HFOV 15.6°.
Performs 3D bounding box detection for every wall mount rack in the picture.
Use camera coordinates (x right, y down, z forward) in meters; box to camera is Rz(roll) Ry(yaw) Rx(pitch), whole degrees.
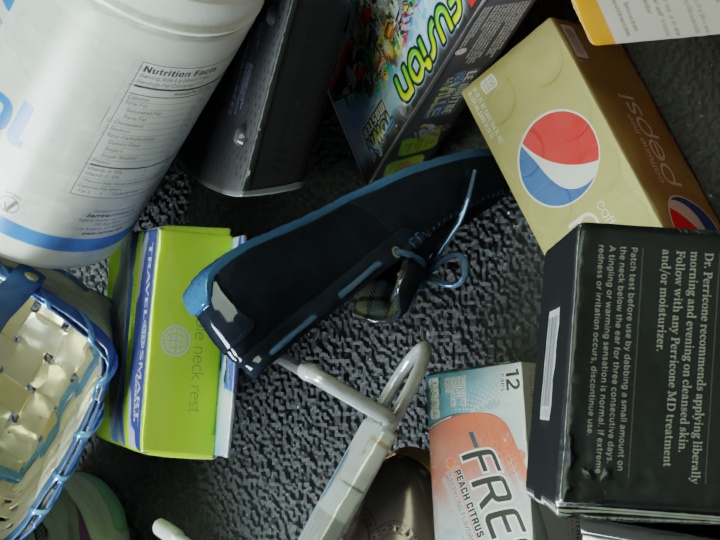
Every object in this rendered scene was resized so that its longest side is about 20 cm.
[{"bbox_3d":[-0.044,0.108,1.381,0.074,0.174,0.200,30,86,-8],"label":"wall mount rack"}]

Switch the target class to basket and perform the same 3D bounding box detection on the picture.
[{"bbox_3d":[-0.214,0.075,1.400,0.139,0.200,0.177,29,105,-6],"label":"basket"}]

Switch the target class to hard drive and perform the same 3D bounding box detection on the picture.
[{"bbox_3d":[-0.057,-0.110,1.429,0.200,0.042,0.135,-146,70,-71],"label":"hard drive"}]

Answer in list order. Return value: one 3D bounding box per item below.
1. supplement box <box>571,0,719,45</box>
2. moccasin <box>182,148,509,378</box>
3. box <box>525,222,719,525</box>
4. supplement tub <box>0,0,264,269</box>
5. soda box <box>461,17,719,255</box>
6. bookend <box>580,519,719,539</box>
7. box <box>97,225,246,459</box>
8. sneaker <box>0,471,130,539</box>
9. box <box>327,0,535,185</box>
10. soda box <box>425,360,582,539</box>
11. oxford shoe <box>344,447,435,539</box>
[{"bbox_3d":[0.198,-0.181,1.219,0.200,0.074,0.126,-4,73,14],"label":"supplement box"},{"bbox_3d":[0.000,0.000,1.352,0.068,0.200,0.080,59,152,8],"label":"moccasin"},{"bbox_3d":[0.178,0.050,1.140,0.196,0.200,0.124,5,87,0],"label":"box"},{"bbox_3d":[-0.142,-0.110,1.373,0.132,0.132,0.200,55,131,28],"label":"supplement tub"},{"bbox_3d":[0.131,-0.025,1.318,0.068,0.064,0.200,-39,63,29],"label":"soda box"},{"bbox_3d":[0.179,0.212,1.172,0.092,0.200,0.199,6,89,38],"label":"bookend"},{"bbox_3d":[-0.106,0.039,1.439,0.200,0.048,0.122,175,100,-77],"label":"box"},{"bbox_3d":[-0.169,0.193,1.481,0.200,0.140,0.078,46,114,32],"label":"sneaker"},{"bbox_3d":[0.030,-0.141,1.367,0.110,0.035,0.200,67,152,22],"label":"box"},{"bbox_3d":[0.081,0.148,1.335,0.063,0.068,0.200,-11,78,37],"label":"soda box"},{"bbox_3d":[0.001,0.191,1.384,0.071,0.073,0.200,15,95,38],"label":"oxford shoe"}]
